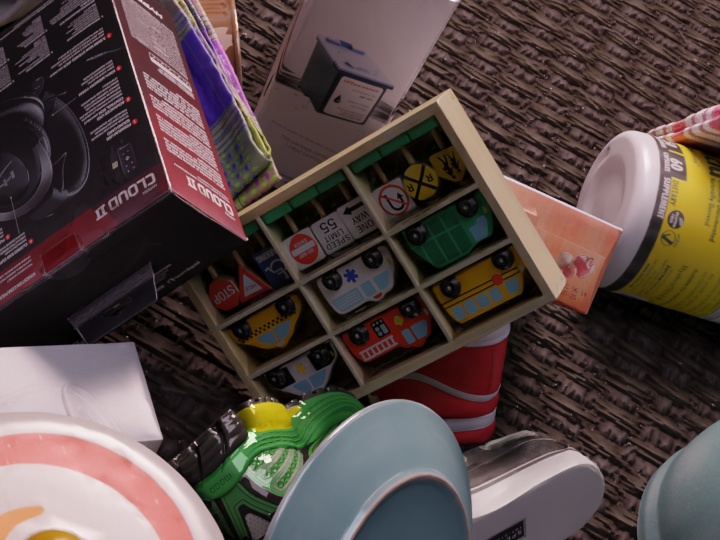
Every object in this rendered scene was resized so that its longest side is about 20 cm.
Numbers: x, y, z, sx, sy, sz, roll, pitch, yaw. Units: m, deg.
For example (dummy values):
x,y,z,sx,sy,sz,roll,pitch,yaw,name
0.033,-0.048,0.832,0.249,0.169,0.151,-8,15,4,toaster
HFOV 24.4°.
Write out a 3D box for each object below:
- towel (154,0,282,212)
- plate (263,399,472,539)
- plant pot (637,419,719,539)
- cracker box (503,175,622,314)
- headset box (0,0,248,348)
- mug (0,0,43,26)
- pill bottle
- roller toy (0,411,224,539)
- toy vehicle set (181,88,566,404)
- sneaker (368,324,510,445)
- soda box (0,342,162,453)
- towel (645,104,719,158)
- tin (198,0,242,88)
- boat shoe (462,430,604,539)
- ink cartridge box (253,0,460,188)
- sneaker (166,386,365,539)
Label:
x,y,z,sx,sy,sz,roll,pitch,yaw,name
-0.142,-0.098,1.022,0.023,0.143,0.201,26,32,-60,towel
0.010,0.164,0.828,0.025,0.201,0.200,10,33,34,plate
0.288,0.153,1.013,0.199,0.134,0.201,15,46,-16,plant pot
0.070,-0.029,1.034,0.133,0.058,0.200,24,0,-6,cracker box
-0.160,-0.052,0.946,0.077,0.148,0.201,34,28,-52,headset box
-0.206,-0.269,1.091,0.147,0.200,0.175,40,36,8,mug
0.258,-0.018,1.167,0.199,0.111,0.112,16,46,-14,pill bottle
-0.154,0.167,0.767,0.182,0.140,0.200,30,45,1,roller toy
0.000,0.000,0.930,0.125,0.199,0.027,57,29,-8,toy vehicle set
0.009,0.042,1.027,0.071,0.113,0.200,-22,33,-38,sneaker
-0.209,0.085,0.866,0.199,0.064,0.069,-1,52,-28,soda box
0.280,-0.082,1.191,0.146,0.200,0.030,16,80,-15,towel
-0.108,-0.162,1.106,0.042,0.112,0.201,0,50,-14,tin
0.045,0.145,0.949,0.199,0.071,0.064,-17,33,-30,boat shoe
0.001,-0.162,1.099,0.085,0.200,0.147,23,44,-7,ink cartridge box
-0.033,0.118,0.885,0.085,0.078,0.200,55,16,11,sneaker
